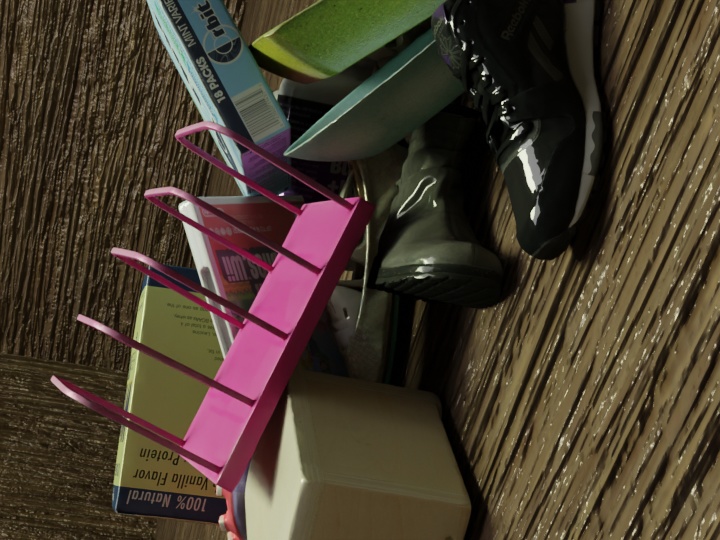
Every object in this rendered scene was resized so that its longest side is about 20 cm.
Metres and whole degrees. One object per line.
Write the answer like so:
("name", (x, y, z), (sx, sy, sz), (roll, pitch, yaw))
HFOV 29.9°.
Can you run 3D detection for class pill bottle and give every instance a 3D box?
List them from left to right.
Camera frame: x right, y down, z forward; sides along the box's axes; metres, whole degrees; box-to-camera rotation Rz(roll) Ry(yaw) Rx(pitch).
("pill bottle", (-0.023, -0.108, 1.164), (0.111, 0.110, 0.203), (-137, 57, -77))

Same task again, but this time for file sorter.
("file sorter", (-0.105, 0.018, 0.890), (0.202, 0.125, 0.139), (-63, 17, -8))

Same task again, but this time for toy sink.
("toy sink", (-0.006, 0.147, 0.867), (0.200, 0.111, 0.132), (-110, 32, -68))

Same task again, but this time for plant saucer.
("plant saucer", (0.016, -0.191, 0.961), (0.048, 0.198, 0.200), (59, 174, -10))
("plant saucer", (0.040, -0.122, 0.844), (0.200, 0.039, 0.201), (-39, 7, 6))

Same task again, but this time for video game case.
("video game case", (-0.061, 0.039, 1.037), (0.017, 0.142, 0.202), (-23, 81, 32))

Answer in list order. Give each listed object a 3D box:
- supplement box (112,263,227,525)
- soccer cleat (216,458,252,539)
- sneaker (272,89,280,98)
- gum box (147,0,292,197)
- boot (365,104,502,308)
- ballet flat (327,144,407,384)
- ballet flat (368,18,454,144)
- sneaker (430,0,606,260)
("supplement box", (-0.100, 0.114, 1.145), (0.134, 0.197, 0.203), (145, 132, -76))
("soccer cleat", (-0.062, 0.201, 1.031), (0.067, 0.075, 0.202), (-100, -1, -57))
("sneaker", (-0.066, -0.134, 1.364), (0.200, 0.089, 0.076), (72, -158, -72))
("gum box", (-0.109, -0.148, 1.029), (0.171, 0.044, 0.200), (61, 173, 7))
("boot", (0.050, -0.047, 0.868), (0.200, 0.067, 0.132), (-177, 99, -78))
("ballet flat", (0.000, 0.000, 1.043), (0.067, 0.062, 0.203), (154, 125, -76))
("ballet flat", (0.032, -0.155, 1.046), (0.201, 0.062, 0.068), (-95, 18, -51))
("sneaker", (0.076, -0.101, 0.709), (0.076, 0.086, 0.202), (121, 155, -62))
